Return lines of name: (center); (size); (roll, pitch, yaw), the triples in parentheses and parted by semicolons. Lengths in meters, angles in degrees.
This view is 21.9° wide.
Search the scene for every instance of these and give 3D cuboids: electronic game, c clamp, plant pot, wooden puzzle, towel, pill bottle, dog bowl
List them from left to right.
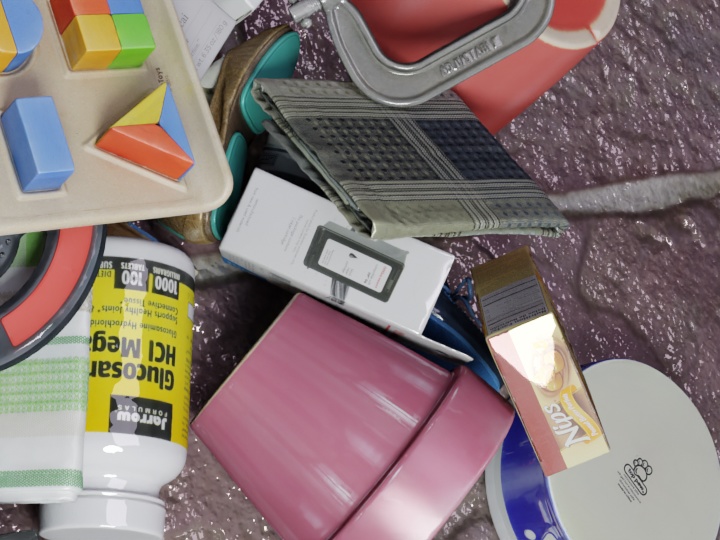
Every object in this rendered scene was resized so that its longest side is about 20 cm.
electronic game: (-0.265, -0.023, 1.235); (0.200, 0.042, 0.200); (-3, 69, 9)
towel: (-0.248, 0.060, 1.245); (0.031, 0.149, 0.200); (59, 30, -67)
wooden puzzle: (-0.192, -0.119, 1.215); (0.200, 0.046, 0.185); (-10, 73, -32)
pill bottle: (-0.173, 0.085, 1.287); (0.112, 0.112, 0.200); (12, 70, -33)
plant pot: (-0.016, 0.119, 1.355); (0.179, 0.200, 0.200); (40, 55, -1)
towel: (0.033, -0.081, 1.395); (0.200, 0.035, 0.193); (-2, 40, -37)
c clamp: (0.041, -0.218, 1.417); (0.200, 0.027, 0.171); (-23, 87, -4)
plant pot: (0.105, -0.220, 1.544); (0.200, 0.177, 0.201); (11, 70, -32)
dog bowl: (0.205, 0.177, 1.554); (0.200, 0.079, 0.200); (11, 70, -33)

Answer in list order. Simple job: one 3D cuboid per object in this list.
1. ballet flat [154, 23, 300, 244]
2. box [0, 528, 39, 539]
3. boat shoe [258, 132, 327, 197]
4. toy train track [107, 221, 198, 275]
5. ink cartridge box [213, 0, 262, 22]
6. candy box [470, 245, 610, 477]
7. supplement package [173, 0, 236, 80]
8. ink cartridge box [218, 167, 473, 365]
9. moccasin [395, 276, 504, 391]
ballet flat: (-0.110, -0.110, 1.426); (0.068, 0.072, 0.200); (66, 39, -60)
box: (-0.296, 0.254, 1.140); (0.200, 0.124, 0.149); (-7, 78, -36)
boat shoe: (0.017, -0.092, 1.503); (0.202, 0.075, 0.086); (17, 83, -24)
toy train track: (-0.202, -0.044, 1.352); (0.200, 0.033, 0.115); (35, 98, -32)
ink cartridge box: (-0.104, -0.302, 1.478); (0.148, 0.086, 0.200); (45, 54, -16)
candy box: (0.133, 0.064, 1.407); (0.055, 0.200, 0.116); (-23, 103, 5)
supplement package: (-0.216, -0.182, 1.337); (0.200, 0.120, 0.121); (39, 58, -19)
ink cartridge box: (0.000, 0.000, 1.384); (0.200, 0.116, 0.068); (24, 85, 0)
moccasin: (0.049, 0.020, 1.492); (0.200, 0.080, 0.068); (44, 51, -18)
